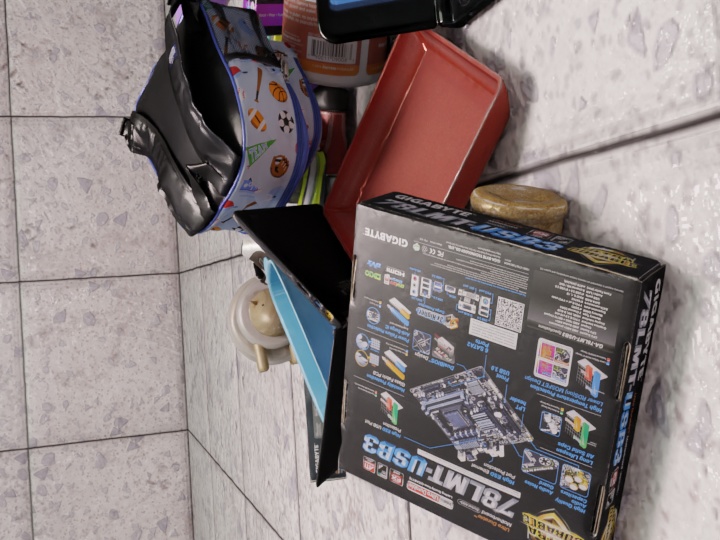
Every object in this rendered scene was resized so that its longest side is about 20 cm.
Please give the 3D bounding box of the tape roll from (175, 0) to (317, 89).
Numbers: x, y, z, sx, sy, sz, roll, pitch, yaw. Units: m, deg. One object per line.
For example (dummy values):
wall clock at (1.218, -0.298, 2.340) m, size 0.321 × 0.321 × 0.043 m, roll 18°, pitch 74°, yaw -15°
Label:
tape roll at (-0.104, -0.294, 0.946) m, size 0.065 × 0.197 × 0.205 m, roll 26°, pitch 120°, yaw 48°

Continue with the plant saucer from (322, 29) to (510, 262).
plant saucer at (0.045, -0.092, 0.722) m, size 0.203 × 0.036 × 0.200 m, roll -65°, pitch 28°, yaw 20°

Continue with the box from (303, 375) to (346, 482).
box at (-0.046, 0.141, 1.038) m, size 0.159 × 0.045 × 0.205 m, roll 143°, pitch 123°, yaw -86°

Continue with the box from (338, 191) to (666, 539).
box at (0.078, 0.069, 0.551) m, size 0.197 × 0.049 × 0.203 m, roll 17°, pitch 114°, yaw 34°

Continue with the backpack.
backpack at (-0.127, -0.131, 0.811) m, size 0.201 × 0.151 × 0.194 m, roll -52°, pitch 48°, yaw 43°

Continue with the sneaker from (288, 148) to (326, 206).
sneaker at (-0.094, -0.138, 0.963) m, size 0.201 × 0.079 × 0.075 m, roll -118°, pitch 38°, yaw -55°

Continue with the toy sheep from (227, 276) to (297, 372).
toy sheep at (-0.127, 0.072, 1.206) m, size 0.200 × 0.134 × 0.142 m, roll 147°, pitch 119°, yaw -76°

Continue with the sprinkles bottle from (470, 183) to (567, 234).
sprinkles bottle at (0.101, 0.045, 0.602) m, size 0.068 × 0.067 × 0.205 m, roll -136°, pitch 46°, yaw -63°

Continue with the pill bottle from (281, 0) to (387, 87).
pill bottle at (-0.020, -0.295, 0.843) m, size 0.112 × 0.110 × 0.204 m, roll -125°, pitch 37°, yaw -57°

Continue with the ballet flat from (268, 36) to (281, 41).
ballet flat at (-0.104, -0.239, 1.060) m, size 0.067 × 0.066 × 0.204 m, roll -117°, pitch 41°, yaw -61°

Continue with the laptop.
laptop at (-0.038, 0.053, 0.767) m, size 0.200 × 0.187 × 0.116 m, roll 46°, pitch 107°, yaw 9°

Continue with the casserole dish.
casserole dish at (-0.047, 0.073, 0.880) m, size 0.121 × 0.038 × 0.203 m, roll 110°, pitch 138°, yaw -70°

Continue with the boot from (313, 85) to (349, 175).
boot at (-0.064, -0.168, 1.068) m, size 0.199 × 0.071 × 0.148 m, roll 5°, pitch 97°, yaw 64°

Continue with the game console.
game console at (0.037, -0.301, 0.665) m, size 0.175 × 0.114 × 0.205 m, roll 168°, pitch 98°, yaw -71°

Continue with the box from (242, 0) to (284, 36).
box at (-0.054, -0.352, 0.887) m, size 0.036 × 0.141 × 0.204 m, roll 34°, pitch 126°, yaw 44°

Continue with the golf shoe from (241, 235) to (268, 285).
golf shoe at (-0.076, -0.014, 1.003) m, size 0.200 × 0.092 × 0.080 m, roll 53°, pitch -143°, yaw -68°

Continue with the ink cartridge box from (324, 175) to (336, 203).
ink cartridge box at (0.000, 0.000, 0.910) m, size 0.104 × 0.058 × 0.205 m, roll -163°, pitch 70°, yaw -71°
